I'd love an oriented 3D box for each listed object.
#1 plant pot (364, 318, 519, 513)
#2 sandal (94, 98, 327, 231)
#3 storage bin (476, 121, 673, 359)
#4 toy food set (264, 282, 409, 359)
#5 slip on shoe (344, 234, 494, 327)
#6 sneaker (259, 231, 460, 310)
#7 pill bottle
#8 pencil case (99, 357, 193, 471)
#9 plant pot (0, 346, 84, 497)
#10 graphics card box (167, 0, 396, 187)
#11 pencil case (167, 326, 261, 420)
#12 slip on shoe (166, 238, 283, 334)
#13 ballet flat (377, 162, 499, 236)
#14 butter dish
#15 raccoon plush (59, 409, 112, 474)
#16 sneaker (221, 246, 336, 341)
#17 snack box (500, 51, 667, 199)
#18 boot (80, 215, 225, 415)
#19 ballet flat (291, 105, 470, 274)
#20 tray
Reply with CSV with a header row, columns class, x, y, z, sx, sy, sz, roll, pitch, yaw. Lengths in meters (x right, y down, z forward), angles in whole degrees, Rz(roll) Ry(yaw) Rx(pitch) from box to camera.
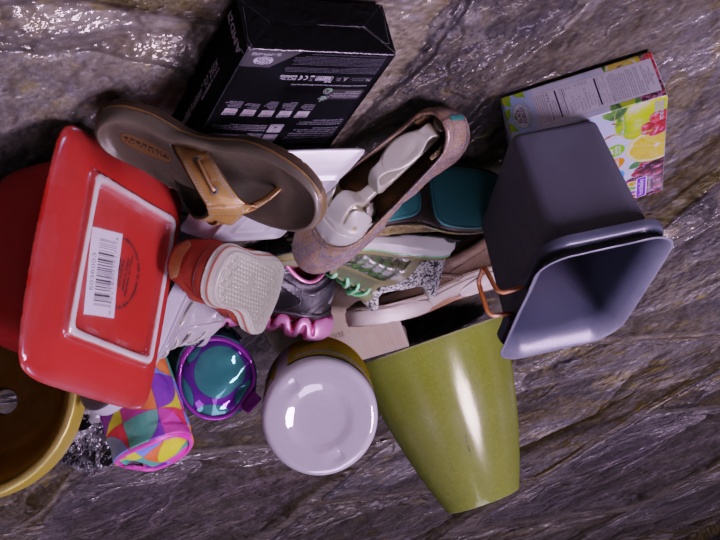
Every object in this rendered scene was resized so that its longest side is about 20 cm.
class,x,y,z,sx,sy,sz,roll,pitch,yaw
plant pot,0.114,0.179,1.644,0.185,0.202,0.187,-18,176,-1
sandal,-0.119,-0.069,1.041,0.198,0.054,0.081,21,143,10
storage bin,0.165,-0.028,1.209,0.144,0.136,0.201,-12,154,-12
toy food set,-0.032,0.046,1.514,0.142,0.061,0.201,-16,149,4
slip on shoe,0.068,0.010,1.424,0.198,0.061,0.076,-17,-177,-23
sneaker,0.000,0.000,1.330,0.197,0.090,0.077,-1,-161,-14
pill bottle,-0.042,0.129,1.396,0.113,0.116,0.200,-14,-173,0
pencil case,-0.225,0.093,1.320,0.087,0.202,0.089,-19,154,-10
plant pot,-0.354,0.118,1.313,0.198,0.203,0.189,-13,172,-5
graphics card box,-0.069,-0.133,1.072,0.124,0.051,0.200,-2,156,-26
pencil case,-0.154,0.100,1.419,0.085,0.092,0.200,-49,-171,-4
slip on shoe,-0.116,0.010,1.232,0.061,0.075,0.200,20,176,17
ballet flat,0.053,-0.065,1.301,0.198,0.071,0.071,-4,155,-25
butter dish,-0.255,0.000,1.140,0.146,0.203,0.199,3,167,22
raccoon plush,-0.361,0.179,1.570,0.198,0.098,0.134,-23,148,20
sneaker,-0.111,0.008,1.369,0.198,0.079,0.096,7,117,-24
snack box,0.210,-0.115,1.282,0.140,0.054,0.200,-16,156,5
boot,-0.174,0.056,1.267,0.073,0.201,0.096,19,164,40
ballet flat,0.008,-0.073,1.192,0.200,0.068,0.067,-44,171,11
tray,-0.077,-0.058,1.153,0.106,0.022,0.200,-5,167,-23
